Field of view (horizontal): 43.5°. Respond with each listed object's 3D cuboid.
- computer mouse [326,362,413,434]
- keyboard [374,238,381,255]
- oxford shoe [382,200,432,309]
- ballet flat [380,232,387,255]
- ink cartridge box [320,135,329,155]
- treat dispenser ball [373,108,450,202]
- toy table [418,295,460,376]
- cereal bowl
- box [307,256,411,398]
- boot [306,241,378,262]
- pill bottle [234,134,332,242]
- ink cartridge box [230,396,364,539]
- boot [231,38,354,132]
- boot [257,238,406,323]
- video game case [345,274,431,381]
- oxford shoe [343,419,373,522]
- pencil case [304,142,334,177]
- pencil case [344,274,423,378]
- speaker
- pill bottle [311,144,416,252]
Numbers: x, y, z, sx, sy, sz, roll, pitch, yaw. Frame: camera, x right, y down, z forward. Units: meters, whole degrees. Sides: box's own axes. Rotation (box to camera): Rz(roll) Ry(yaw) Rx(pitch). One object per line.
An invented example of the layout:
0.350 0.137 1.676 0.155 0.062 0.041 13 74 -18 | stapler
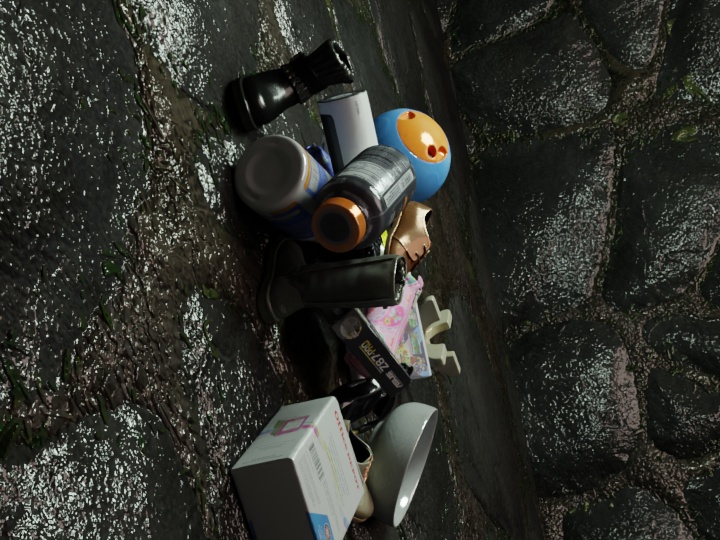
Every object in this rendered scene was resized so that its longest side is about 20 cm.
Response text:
-0.011 0.212 1.399 0.199 0.141 0.046 -23 57 -43 | computer mouse
0.028 0.008 1.680 0.104 0.039 0.202 29 63 -67 | keyboard
0.071 -0.028 1.384 0.072 0.071 0.201 91 12 -58 | oxford shoe
0.022 -0.065 1.788 0.067 0.067 0.202 16 56 -47 | ballet flat
-0.032 -0.112 1.629 0.200 0.040 0.202 40 53 -64 | ink cartridge box
0.090 -0.237 1.894 0.201 0.199 0.203 -15 90 -74 | treat dispenser ball
0.122 0.142 1.833 0.201 0.116 0.185 -83 153 -50 | toy table
0.053 0.301 1.447 0.200 0.083 0.202 19 90 -76 | cereal bowl
-0.012 0.082 1.352 0.162 0.049 0.200 55 -2 -29 | box
0.000 0.000 1.446 0.200 0.076 0.168 40 -5 47 | boot
-0.093 -0.109 1.319 0.200 0.111 0.113 40 38 -65 | pill bottle
-0.071 0.262 1.121 0.200 0.084 0.146 -43 118 -71 | ink cartridge box
-0.099 -0.284 1.364 0.211 0.156 0.080 -67 138 -65 | boot
-0.034 0.000 1.261 0.183 0.198 0.073 -85 153 -50 | boot
0.039 0.098 1.602 0.181 0.023 0.202 0 74 -42 | video game case
-0.012 0.294 1.311 0.071 0.073 0.201 -85 155 -50 | oxford shoe
-0.041 -0.127 1.486 0.200 0.078 0.088 39 50 -38 | pencil case
0.042 0.087 1.533 0.088 0.087 0.201 62 41 -39 | pencil case
-0.006 -0.173 1.405 0.081 0.080 0.202 -60 140 -68 | speaker
0.001 -0.097 1.267 0.200 0.105 0.107 -50 124 -56 | pill bottle
